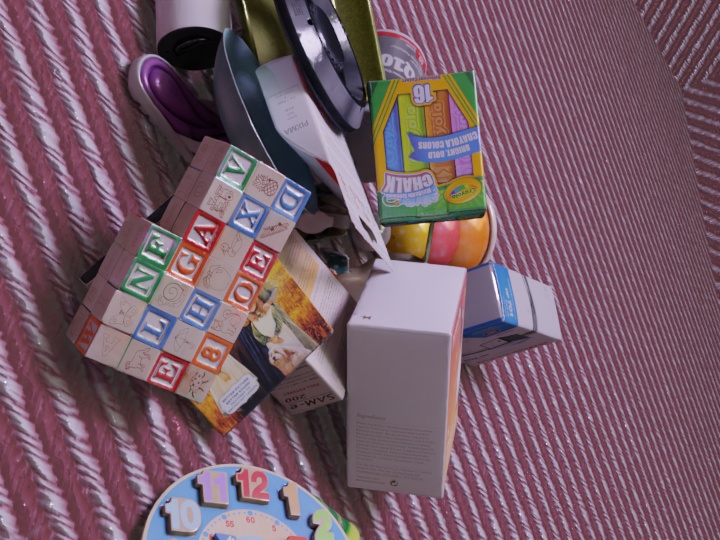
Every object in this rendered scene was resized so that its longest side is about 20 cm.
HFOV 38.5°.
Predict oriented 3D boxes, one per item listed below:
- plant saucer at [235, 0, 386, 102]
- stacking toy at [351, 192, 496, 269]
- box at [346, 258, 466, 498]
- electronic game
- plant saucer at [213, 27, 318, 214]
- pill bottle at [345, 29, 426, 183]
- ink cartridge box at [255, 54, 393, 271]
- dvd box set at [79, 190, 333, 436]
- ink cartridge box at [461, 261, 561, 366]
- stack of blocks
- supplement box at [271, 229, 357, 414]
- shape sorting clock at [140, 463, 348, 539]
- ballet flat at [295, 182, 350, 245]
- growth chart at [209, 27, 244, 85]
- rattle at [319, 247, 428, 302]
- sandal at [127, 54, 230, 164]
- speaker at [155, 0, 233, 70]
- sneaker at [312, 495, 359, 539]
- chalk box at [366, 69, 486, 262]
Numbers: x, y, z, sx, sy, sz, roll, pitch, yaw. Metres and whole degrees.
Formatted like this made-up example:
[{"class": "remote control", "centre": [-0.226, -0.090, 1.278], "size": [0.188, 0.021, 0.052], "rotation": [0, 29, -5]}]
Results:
[{"class": "plant saucer", "centre": [-0.067, -0.279, 1.186], "size": [0.199, 0.048, 0.202], "rotation": [-24, 108, -42]}, {"class": "stacking toy", "centre": [0.069, -0.051, 1.341], "size": [0.199, 0.146, 0.147], "rotation": [-7, 79, -45]}, {"class": "box", "centre": [0.050, 0.113, 1.104], "size": [0.153, 0.105, 0.202], "rotation": [-66, 159, -61]}, {"class": "electronic game", "centre": [-0.045, -0.240, 1.084], "size": [0.200, 0.041, 0.202], "rotation": [-22, 90, -77]}, {"class": "plant saucer", "centre": [-0.103, -0.141, 1.029], "size": [0.201, 0.038, 0.203], "rotation": [-24, 90, -81]}, {"class": "pill bottle", "centre": [0.020, -0.213, 1.335], "size": [0.114, 0.113, 0.201], "rotation": [51, 34, -32]}, {"class": "ink cartridge box", "centre": [-0.034, -0.101, 1.068], "size": [0.161, 0.050, 0.202], "rotation": [44, 26, -67]}, {"class": "dvd box set", "centre": [-0.131, 0.032, 0.924], "size": [0.146, 0.029, 0.201], "rotation": [-42, 119, -12]}, {"class": "ink cartridge box", "centre": [0.163, 0.063, 1.387], "size": [0.199, 0.146, 0.087], "rotation": [19, 56, -55]}, {"class": "stack of blocks", "centre": [-0.141, -0.006, 0.852], "size": [0.115, 0.058, 0.201], "rotation": [29, 88, -34]}, {"class": "supplement box", "centre": [-0.087, 0.032, 1.045], "size": [0.200, 0.073, 0.127], "rotation": [51, 35, -29]}, {"class": "shape sorting clock", "centre": [-0.087, 0.246, 0.860], "size": [0.198, 0.039, 0.201], "rotation": [21, 34, -15]}, {"class": "ballet flat", "centre": [-0.055, -0.058, 1.153], "size": [0.200, 0.071, 0.070], "rotation": [-19, 112, -61]}, {"class": "growth chart", "centre": [-0.118, -0.179, 1.176], "size": [0.145, 0.018, 0.202], "rotation": [-35, 104, -61]}, {"class": "rattle", "centre": [0.000, 0.000, 1.227], "size": [0.199, 0.130, 0.144], "rotation": [18, 42, -24]}, {"class": "sandal", "centre": [-0.153, -0.142, 1.050], "size": [0.202, 0.050, 0.083], "rotation": [39, 50, -38]}, {"class": "speaker", "centre": [-0.178, -0.314, 1.086], "size": [0.081, 0.081, 0.202], "rotation": [25, 52, -52]}, {"class": "sneaker", "centre": [-0.081, 0.269, 0.940], "size": [0.084, 0.074, 0.200], "rotation": [47, 30, 14]}, {"class": "chalk box", "centre": [0.079, -0.112, 1.169], "size": [0.125, 0.123, 0.202], "rotation": [-15, 99, -86]}]
